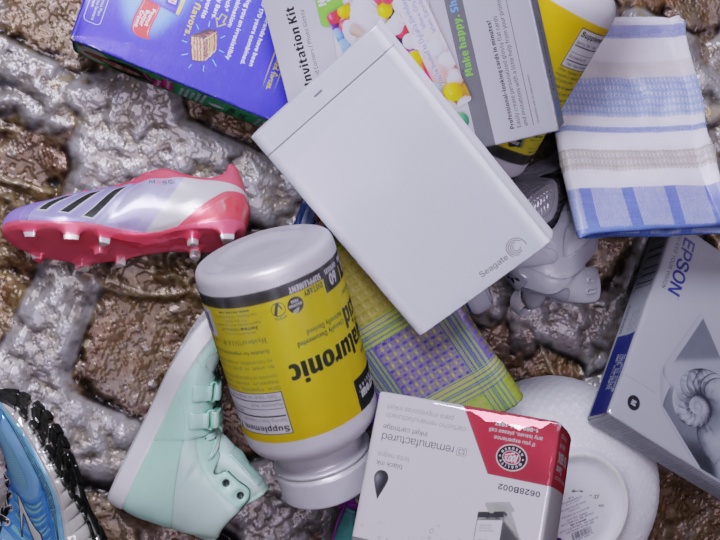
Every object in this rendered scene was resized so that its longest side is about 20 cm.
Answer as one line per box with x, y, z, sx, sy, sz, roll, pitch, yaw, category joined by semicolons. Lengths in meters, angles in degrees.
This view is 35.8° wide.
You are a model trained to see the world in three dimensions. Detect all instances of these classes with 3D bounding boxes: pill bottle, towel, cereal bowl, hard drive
-0.049;0.076;0.862;0.110;0.111;0.203;-18;109;-9;pill bottle
0.228;-0.124;0.934;0.144;0.024;0.203;-2;71;-14;towel
0.026;0.056;0.908;0.143;0.023;0.201;-32;101;22;towel
0.177;0.197;0.982;0.196;0.083;0.204;-1;93;-11;cereal bowl
0.128;-0.185;0.879;0.111;0.113;0.202;25;112;-12;pill bottle
0.030;-0.064;0.827;0.131;0.027;0.200;-36;101;25;hard drive

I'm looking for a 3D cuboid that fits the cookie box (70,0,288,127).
-0.110;-0.221;0.897;0.197;0.075;0.174;21;90;-12;cookie box

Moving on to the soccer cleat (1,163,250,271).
-0.188;-0.047;0.910;0.196;0.067;0.078;-2;63;-5;soccer cleat

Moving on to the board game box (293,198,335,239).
0.000;0.000;0.956;0.134;0.034;0.203;20;90;-13;board game box

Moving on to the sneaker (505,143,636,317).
0.192;-0.044;0.974;0.198;0.075;0.116;-28;116;-24;sneaker

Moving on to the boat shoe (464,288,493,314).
0.038;-0.046;0.915;0.062;0.072;0.202;-32;91;8;boat shoe

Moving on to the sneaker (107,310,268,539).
-0.115;0.125;0.922;0.117;0.074;0.203;26;99;-5;sneaker

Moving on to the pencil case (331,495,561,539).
0.070;0.235;0.920;0.197;0.093;0.086;14;53;16;pencil case

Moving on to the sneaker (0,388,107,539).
-0.268;0.194;0.898;0.089;0.078;0.203;-20;98;-6;sneaker

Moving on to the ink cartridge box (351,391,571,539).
0.070;0.206;0.837;0.144;0.083;0.203;7;77;17;ink cartridge box

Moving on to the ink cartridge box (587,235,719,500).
0.317;0.090;0.991;0.198;0.041;0.202;30;67;-13;ink cartridge box

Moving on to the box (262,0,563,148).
0.037;-0.161;0.830;0.197;0.041;0.158;-10;102;20;box
